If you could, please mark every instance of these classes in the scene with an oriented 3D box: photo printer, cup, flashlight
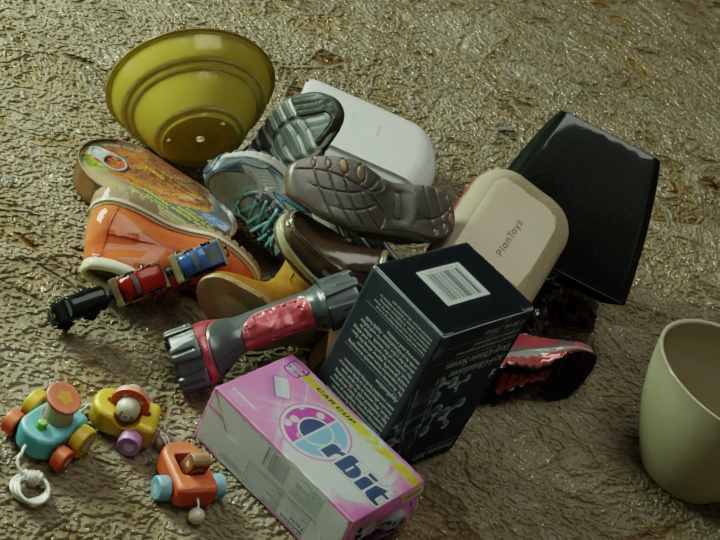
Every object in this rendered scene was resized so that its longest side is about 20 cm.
[{"bbox_3d":[0.002,-0.154,1.962,0.198,0.070,0.167,24,31,-5],"label":"photo printer"},{"bbox_3d":[0.387,0.173,1.704,0.198,0.144,0.201,20,32,-13],"label":"cup"},{"bbox_3d":[-0.091,0.058,1.500,0.198,0.068,0.068,-19,70,-7],"label":"flashlight"}]

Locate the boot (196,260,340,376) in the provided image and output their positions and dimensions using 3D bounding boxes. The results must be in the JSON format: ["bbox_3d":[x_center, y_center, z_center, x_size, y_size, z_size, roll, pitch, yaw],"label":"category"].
[{"bbox_3d":[-0.083,0.022,1.616,0.200,0.071,0.145,34,37,-25],"label":"boot"}]

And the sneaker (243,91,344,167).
[{"bbox_3d":[-0.067,-0.140,1.783,0.115,0.199,0.076,-1,63,-50],"label":"sneaker"}]

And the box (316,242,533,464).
[{"bbox_3d":[0.053,0.090,1.519,0.148,0.201,0.107,-15,51,-47],"label":"box"}]

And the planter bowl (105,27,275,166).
[{"bbox_3d":[-0.189,-0.178,1.757,0.199,0.201,0.084,7,52,-29],"label":"planter bowl"}]

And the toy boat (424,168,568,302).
[{"bbox_3d":[0.137,-0.008,1.726,0.130,0.131,0.201,37,63,-3],"label":"toy boat"}]

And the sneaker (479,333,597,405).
[{"bbox_3d":[0.185,0.093,1.737,0.199,0.074,0.087,-1,39,-37],"label":"sneaker"}]

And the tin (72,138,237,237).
[{"bbox_3d":[-0.230,-0.077,1.709,0.199,0.042,0.112,33,28,9],"label":"tin"}]

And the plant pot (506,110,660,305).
[{"bbox_3d":[0.258,-0.083,1.874,0.198,0.179,0.200,27,1,0],"label":"plant pot"}]

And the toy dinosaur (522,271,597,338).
[{"bbox_3d":[0.190,0.028,1.846,0.198,0.103,0.136,9,16,5],"label":"toy dinosaur"}]

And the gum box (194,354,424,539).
[{"bbox_3d":[-0.044,0.179,1.444,0.200,0.066,0.113,42,36,22],"label":"gum box"}]

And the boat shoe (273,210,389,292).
[{"bbox_3d":[0.001,-0.004,1.615,0.202,0.075,0.075,38,35,-26],"label":"boat shoe"}]

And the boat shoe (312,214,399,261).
[{"bbox_3d":[0.006,-0.036,1.707,0.201,0.070,0.072,58,13,-17],"label":"boat shoe"}]

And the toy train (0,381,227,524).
[{"bbox_3d":[-0.216,0.153,1.366,0.198,0.056,0.151,6,37,-31],"label":"toy train"}]

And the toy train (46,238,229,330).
[{"bbox_3d":[-0.216,0.011,1.520,0.199,0.046,0.034,-22,85,-26],"label":"toy train"}]

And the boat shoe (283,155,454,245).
[{"bbox_3d":[0.003,-0.066,1.631,0.198,0.072,0.077,18,70,-25],"label":"boat shoe"}]

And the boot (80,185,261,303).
[{"bbox_3d":[-0.199,0.001,1.602,0.198,0.075,0.108,23,51,-18],"label":"boot"}]

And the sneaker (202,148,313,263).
[{"bbox_3d":[-0.090,-0.060,1.716,0.199,0.077,0.087,32,34,-30],"label":"sneaker"}]
